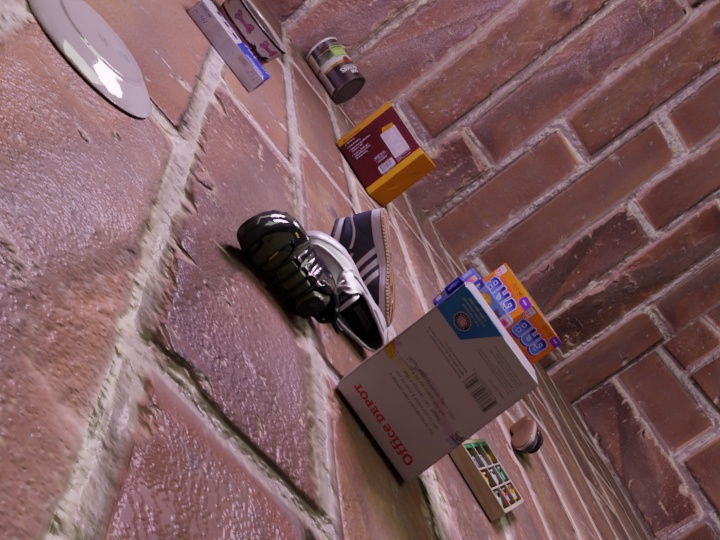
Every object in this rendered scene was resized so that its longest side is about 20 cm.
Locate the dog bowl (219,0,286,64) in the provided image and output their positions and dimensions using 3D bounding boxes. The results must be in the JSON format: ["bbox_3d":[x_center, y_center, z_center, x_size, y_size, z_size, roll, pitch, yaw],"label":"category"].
[{"bbox_3d":[-0.272,-0.597,2.096,0.201,0.073,0.200,51,11,-14],"label":"dog bowl"}]

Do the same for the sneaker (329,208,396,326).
[{"bbox_3d":[0.000,0.000,1.451,0.070,0.107,0.204,22,63,-75],"label":"sneaker"}]

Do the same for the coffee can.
[{"bbox_3d":[-0.095,-0.760,3.224,0.201,0.146,0.146,55,10,13],"label":"coffee can"}]

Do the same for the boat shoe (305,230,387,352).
[{"bbox_3d":[-0.022,0.031,1.198,0.200,0.073,0.065,50,7,-19],"label":"boat shoe"}]

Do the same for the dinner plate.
[{"bbox_3d":[-0.310,-0.266,0.999,0.201,0.024,0.200,53,10,-13],"label":"dinner plate"}]

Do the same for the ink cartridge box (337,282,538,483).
[{"bbox_3d":[0.098,0.133,1.055,0.148,0.199,0.145,54,8,6],"label":"ink cartridge box"}]

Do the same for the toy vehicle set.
[{"bbox_3d":[0.206,0.334,1.375,0.125,0.026,0.200,57,11,18],"label":"toy vehicle set"}]

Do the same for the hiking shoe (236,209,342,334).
[{"bbox_3d":[-0.075,0.003,1.040,0.200,0.075,0.101,43,12,-51],"label":"hiking shoe"}]

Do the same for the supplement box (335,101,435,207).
[{"bbox_3d":[0.073,-0.335,2.461,0.201,0.196,0.133,58,11,22],"label":"supplement box"}]

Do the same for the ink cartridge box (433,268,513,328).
[{"bbox_3d":[0.282,0.093,2.193,0.200,0.136,0.076,49,6,-22],"label":"ink cartridge box"}]

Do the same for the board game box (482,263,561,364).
[{"bbox_3d":[0.419,0.151,2.445,0.200,0.199,0.201,46,13,-37],"label":"board game box"}]

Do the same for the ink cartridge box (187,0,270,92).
[{"bbox_3d":[-0.270,-0.468,1.764,0.201,0.044,0.094,52,12,-12],"label":"ink cartridge box"}]

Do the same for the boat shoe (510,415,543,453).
[{"bbox_3d":[0.378,0.376,1.902,0.065,0.072,0.200,49,4,3],"label":"boat shoe"}]
